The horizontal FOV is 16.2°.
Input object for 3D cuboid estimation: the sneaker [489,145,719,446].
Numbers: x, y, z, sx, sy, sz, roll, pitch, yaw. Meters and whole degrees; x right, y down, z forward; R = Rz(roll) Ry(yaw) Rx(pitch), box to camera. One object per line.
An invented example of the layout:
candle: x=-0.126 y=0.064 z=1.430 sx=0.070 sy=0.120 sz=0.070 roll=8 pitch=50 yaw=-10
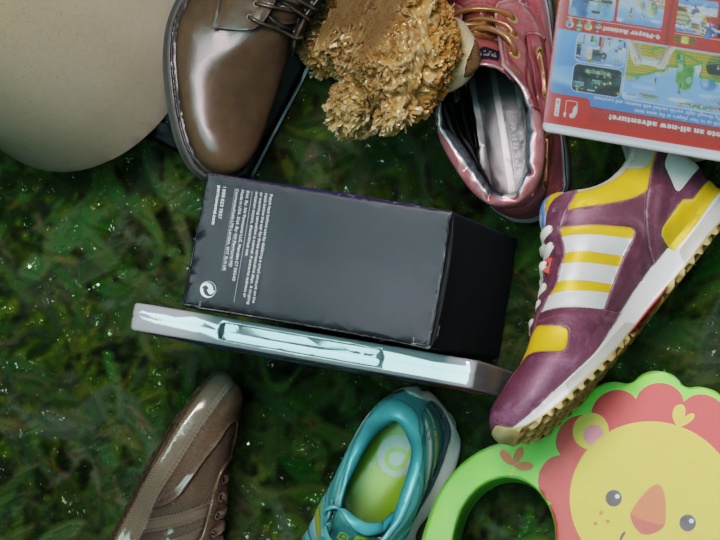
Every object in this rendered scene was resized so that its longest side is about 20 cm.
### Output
sneaker: x=0.122 y=0.008 z=1.442 sx=0.090 sy=0.075 sz=0.200 roll=40 pitch=72 yaw=7

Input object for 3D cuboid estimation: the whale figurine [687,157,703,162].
whale figurine: x=0.267 y=-0.116 z=1.431 sx=0.199 sy=0.104 sz=0.160 roll=-12 pitch=97 yaw=36

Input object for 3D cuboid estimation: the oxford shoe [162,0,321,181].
oxford shoe: x=-0.061 y=-0.149 z=1.459 sx=0.084 sy=0.072 sz=0.202 roll=1 pitch=78 yaw=54

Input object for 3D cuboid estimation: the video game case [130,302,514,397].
video game case: x=-0.017 y=0.047 z=1.455 sx=0.198 sy=0.143 sz=0.018 roll=10 pitch=87 yaw=14

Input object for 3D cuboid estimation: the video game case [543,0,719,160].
video game case: x=0.180 y=-0.163 z=1.368 sx=0.142 sy=0.017 sz=0.202 roll=10 pitch=107 yaw=13

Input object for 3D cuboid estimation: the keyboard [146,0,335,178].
keyboard: x=-0.069 y=-0.163 z=1.545 sx=0.104 sy=0.040 sz=0.201 roll=27 pitch=92 yaw=-10

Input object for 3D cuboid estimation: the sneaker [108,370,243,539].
sneaker: x=-0.107 y=0.159 z=1.522 sx=0.075 sy=0.070 sz=0.201 roll=28 pitch=97 yaw=-5

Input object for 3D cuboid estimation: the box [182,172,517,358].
box: x=0.000 y=0.000 z=1.425 sx=0.140 sy=0.200 sz=0.079 roll=12 pitch=89 yaw=13

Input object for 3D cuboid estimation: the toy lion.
toy lion: x=0.138 y=0.150 z=1.459 sx=0.199 sy=0.069 sz=0.193 roll=11 pitch=83 yaw=15

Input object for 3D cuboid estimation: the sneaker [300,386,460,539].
sneaker: x=-0.008 y=0.160 z=1.480 sx=0.077 sy=0.080 sz=0.201 roll=21 pitch=93 yaw=14

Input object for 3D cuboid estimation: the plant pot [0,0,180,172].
plant pot: x=-0.217 y=-0.171 z=1.463 sx=0.186 sy=0.200 sz=0.189 roll=-8 pitch=75 yaw=29

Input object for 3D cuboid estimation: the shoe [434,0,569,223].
shoe: x=0.076 y=-0.129 z=1.470 sx=0.071 sy=0.091 sz=0.202 roll=-12 pitch=84 yaw=13

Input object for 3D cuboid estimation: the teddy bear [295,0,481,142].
teddy bear: x=0.019 y=-0.138 z=1.447 sx=0.067 sy=0.200 sz=0.146 roll=30 pitch=80 yaw=-20
